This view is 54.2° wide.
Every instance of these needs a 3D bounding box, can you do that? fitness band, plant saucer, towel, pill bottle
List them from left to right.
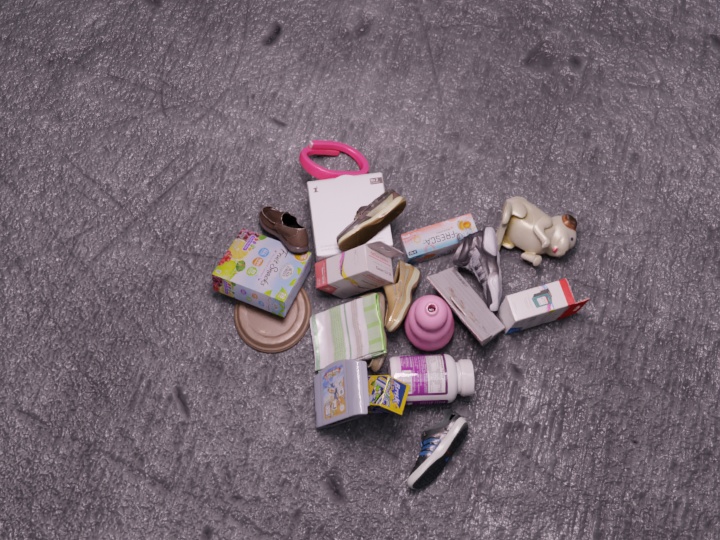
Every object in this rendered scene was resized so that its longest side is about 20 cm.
[{"bbox_3d":[-0.219,0.102,1.745,0.193,0.030,0.206,0,70,0],"label":"plant saucer"},{"bbox_3d":[-0.066,-0.283,1.832,0.196,0.038,0.145,-5,46,-38],"label":"fitness band"},{"bbox_3d":[-0.034,0.151,1.677,0.196,0.030,0.154,-21,68,28],"label":"towel"},{"bbox_3d":[0.165,0.256,1.652,0.193,0.113,0.116,-2,70,-2],"label":"pill bottle"}]

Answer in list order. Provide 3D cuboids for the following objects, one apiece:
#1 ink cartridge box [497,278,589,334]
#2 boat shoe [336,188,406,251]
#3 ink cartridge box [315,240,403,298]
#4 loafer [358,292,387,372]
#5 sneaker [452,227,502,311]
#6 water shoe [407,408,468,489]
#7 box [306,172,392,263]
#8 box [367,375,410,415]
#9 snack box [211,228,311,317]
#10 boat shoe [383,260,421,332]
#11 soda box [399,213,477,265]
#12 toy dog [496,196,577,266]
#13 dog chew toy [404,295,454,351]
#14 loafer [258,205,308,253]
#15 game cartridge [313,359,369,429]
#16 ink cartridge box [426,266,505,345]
[{"bbox_3d":[0.444,0.084,1.714,0.194,0.117,0.069,-15,70,-7],"label":"ink cartridge box"},{"bbox_3d":[0.018,-0.121,1.672,0.197,0.074,0.065,-34,63,-15],"label":"boat shoe"},{"bbox_3d":[0.000,0.000,1.687,0.196,0.115,0.070,-20,64,33],"label":"ink cartridge box"},{"bbox_3d":[0.023,0.148,1.705,0.065,0.076,0.205,8,59,-15],"label":"loafer"},{"bbox_3d":[0.288,0.000,1.740,0.110,0.075,0.207,-5,95,21],"label":"sneaker"},{"bbox_3d":[0.167,0.414,1.631,0.200,0.072,0.078,-46,49,-13],"label":"water shoe"},{"bbox_3d":[-0.028,-0.119,1.771,0.192,0.131,0.206,-7,70,-3],"label":"box"},{"bbox_3d":[0.028,0.282,1.593,0.063,0.198,0.072,28,69,-23],"label":"box"},{"bbox_3d":[-0.239,0.002,1.726,0.195,0.069,0.171,19,51,9],"label":"snack box"},{"bbox_3d":[0.085,0.060,1.717,0.075,0.072,0.203,33,46,-11],"label":"boat shoe"},{"bbox_3d":[0.201,-0.078,1.796,0.194,0.064,0.070,-17,71,-6],"label":"soda box"},{"bbox_3d":[0.448,-0.096,1.784,0.194,0.143,0.195,17,34,7],"label":"toy dog"},{"bbox_3d":[0.163,0.116,1.652,0.120,0.201,0.129,-1,72,4],"label":"dog chew toy"},{"bbox_3d":[-0.186,-0.118,1.766,0.072,0.073,0.199,-10,36,-40],"label":"loafer"},{"bbox_3d":[-0.048,0.277,1.604,0.041,0.199,0.137,4,68,-34],"label":"game cartridge"},{"bbox_3d":[0.244,0.090,1.687,0.201,0.175,0.045,51,118,15],"label":"ink cartridge box"}]
